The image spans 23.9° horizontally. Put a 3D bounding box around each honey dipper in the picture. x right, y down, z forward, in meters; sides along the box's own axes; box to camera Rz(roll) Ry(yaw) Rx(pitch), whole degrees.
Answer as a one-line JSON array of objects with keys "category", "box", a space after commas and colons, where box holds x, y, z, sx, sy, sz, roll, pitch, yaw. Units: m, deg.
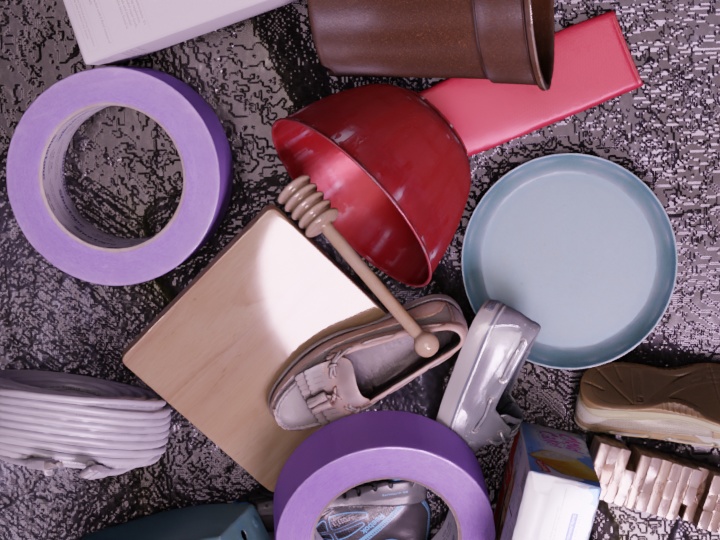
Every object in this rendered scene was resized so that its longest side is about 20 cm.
[{"category": "honey dipper", "box": [0.000, 0.000, 1.518, 0.038, 0.038, 0.200, -41, 77, 8]}]

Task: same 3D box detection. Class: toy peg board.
[{"category": "toy peg board", "box": [-0.085, 0.062, 1.605, 0.200, 0.098, 0.199, -44, 108, 8]}]

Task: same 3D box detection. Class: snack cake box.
[{"category": "snack cake box", "box": [0.164, 0.217, 1.539, 0.067, 0.200, 0.115, 13, 98, 1]}]

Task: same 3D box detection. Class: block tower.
[{"category": "block tower", "box": [0.306, 0.206, 1.592, 0.199, 0.054, 0.058, 18, 96, -5]}]

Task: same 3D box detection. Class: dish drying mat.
[{"category": "dish drying mat", "box": [0.156, -0.169, 1.584, 0.199, 0.018, 0.077, -22, 94, 6]}]

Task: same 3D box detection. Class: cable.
[{"category": "cable", "box": [-0.275, 0.135, 1.564, 0.199, 0.200, 0.069, 10, 93, 26]}]

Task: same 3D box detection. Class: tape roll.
[{"category": "tape roll", "box": [-0.222, -0.090, 1.588, 0.199, 0.085, 0.201, 1, 97, 5]}, {"category": "tape roll", "box": [0.021, 0.229, 1.554, 0.199, 0.066, 0.201, -2, 117, -5]}]

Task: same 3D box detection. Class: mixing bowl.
[{"category": "mixing bowl", "box": [0.026, -0.094, 1.531, 0.200, 0.200, 0.108, 46, 75, -2]}]

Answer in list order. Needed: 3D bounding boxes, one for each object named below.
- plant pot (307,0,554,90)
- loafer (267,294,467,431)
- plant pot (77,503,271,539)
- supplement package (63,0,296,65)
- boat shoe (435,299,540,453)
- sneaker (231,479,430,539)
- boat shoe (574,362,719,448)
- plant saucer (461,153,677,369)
[{"category": "plant pot", "box": [0.063, -0.253, 1.501, 0.198, 0.200, 0.201, -2, 97, 13]}, {"category": "loafer", "box": [0.006, 0.087, 1.540, 0.200, 0.063, 0.072, -30, 110, 3]}, {"category": "plant pot", "box": [-0.178, 0.300, 1.582, 0.200, 0.141, 0.142, -24, 95, 21]}, {"category": "supplement package", "box": [-0.164, -0.273, 1.542, 0.199, 0.120, 0.122, -18, 94, 6]}, {"category": "boat shoe", "box": [0.116, 0.127, 1.577, 0.071, 0.070, 0.201, 22, 113, 15]}, {"category": "sneaker", "box": [-0.031, 0.239, 1.621, 0.199, 0.073, 0.082, -7, 101, 7]}, {"category": "boat shoe", "box": [0.302, 0.132, 1.593, 0.200, 0.073, 0.063, 3, 141, 0]}, {"category": "plant saucer", "box": [0.194, -0.009, 1.590, 0.199, 0.027, 0.201, 0, 93, 7]}]
